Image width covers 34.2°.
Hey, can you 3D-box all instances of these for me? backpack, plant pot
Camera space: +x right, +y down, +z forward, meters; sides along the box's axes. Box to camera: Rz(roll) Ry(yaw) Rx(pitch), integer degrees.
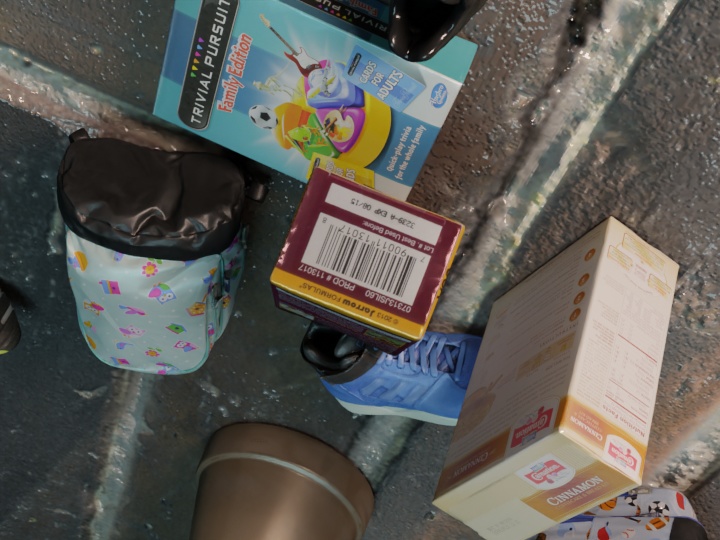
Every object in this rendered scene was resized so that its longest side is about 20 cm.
[{"bbox_3d":[-0.172,-0.007,0.971,0.166,0.127,0.200,15,143,5],"label":"backpack"},{"bbox_3d":[0.238,0.295,1.096,0.190,0.154,0.200,-10,125,22],"label":"backpack"},{"bbox_3d":[-0.103,0.289,1.234,0.199,0.174,0.200,13,139,11],"label":"plant pot"}]

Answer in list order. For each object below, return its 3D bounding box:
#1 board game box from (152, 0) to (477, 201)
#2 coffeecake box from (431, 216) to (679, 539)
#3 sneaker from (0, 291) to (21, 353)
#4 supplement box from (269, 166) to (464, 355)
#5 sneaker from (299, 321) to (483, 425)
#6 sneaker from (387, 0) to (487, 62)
[{"bbox_3d":[-0.038,-0.133,0.827,0.200,0.047,0.151,24,140,-1],"label":"board game box"},{"bbox_3d":[0.145,0.083,0.861,0.073,0.200,0.153,34,140,-13],"label":"coffeecake box"},{"bbox_3d":[-0.434,0.037,1.194,0.200,0.078,0.090,24,149,7],"label":"sneaker"},{"bbox_3d":[0.000,0.000,0.859,0.110,0.086,0.200,22,173,0],"label":"supplement box"},{"bbox_3d":[0.038,0.073,0.997,0.199,0.077,0.111,-3,144,37],"label":"sneaker"},{"bbox_3d":[0.061,-0.202,0.669,0.076,0.091,0.200,20,139,6],"label":"sneaker"}]
